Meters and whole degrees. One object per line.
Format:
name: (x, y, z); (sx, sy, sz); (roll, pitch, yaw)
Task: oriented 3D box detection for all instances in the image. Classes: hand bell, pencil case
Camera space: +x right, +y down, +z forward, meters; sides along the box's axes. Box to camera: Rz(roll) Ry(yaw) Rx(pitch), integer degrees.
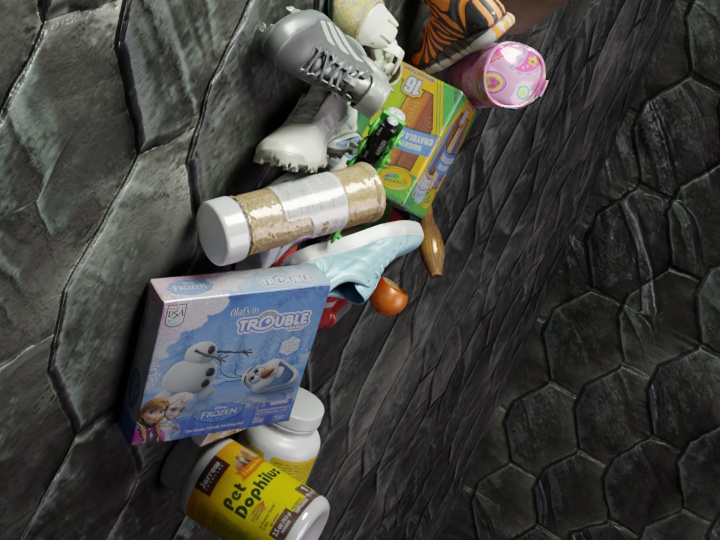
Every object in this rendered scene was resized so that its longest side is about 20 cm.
hand bell: (0.083, -0.085, 1.723); (0.104, 0.104, 0.201); (74, 6, -68)
pencil case: (0.167, -0.240, 1.647); (0.088, 0.087, 0.200); (-62, -167, 2)

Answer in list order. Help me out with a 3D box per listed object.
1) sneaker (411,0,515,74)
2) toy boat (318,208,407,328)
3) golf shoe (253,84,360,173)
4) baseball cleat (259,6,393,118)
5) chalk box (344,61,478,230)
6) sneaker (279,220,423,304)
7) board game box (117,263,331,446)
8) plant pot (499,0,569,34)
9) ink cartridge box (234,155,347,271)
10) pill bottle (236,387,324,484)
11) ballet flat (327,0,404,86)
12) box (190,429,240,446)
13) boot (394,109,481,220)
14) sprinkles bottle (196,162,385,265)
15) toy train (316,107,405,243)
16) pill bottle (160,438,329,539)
sneaker: (0.103, -0.317, 1.644); (0.078, 0.112, 0.200); (-46, -167, -27)
toy boat: (0.006, 0.008, 1.749); (0.131, 0.131, 0.200); (-44, 166, -48)
golf shoe: (-0.059, -0.162, 1.442); (0.200, 0.078, 0.098); (-40, 137, -65)
baseball cleat: (-0.023, -0.208, 1.354); (0.070, 0.106, 0.200); (-51, 162, 18)
chalk box: (0.040, -0.145, 1.644); (0.201, 0.124, 0.124); (-63, 165, 1)
sneaker: (0.000, 0.000, 1.601); (0.199, 0.082, 0.074); (-18, 168, -29)
board game box: (-0.147, 0.091, 1.436); (0.199, 0.043, 0.200); (-6, 129, -33)
plant pot: (0.210, -0.396, 1.678); (0.200, 0.200, 0.174); (-49, 176, -38)
ink cartridge box: (-0.088, -0.029, 1.580); (0.162, 0.050, 0.201); (-42, 152, -49)
pill bottle: (-0.122, 0.262, 1.849); (0.112, 0.112, 0.201); (-30, 145, -62)
ballet flat: (0.014, -0.259, 1.477); (0.071, 0.071, 0.200); (-58, 164, -11)
box: (-0.155, 0.174, 1.650); (0.042, 0.039, 0.200); (-54, 165, 16)
boot: (0.113, -0.180, 1.894); (0.200, 0.066, 0.165); (-52, 179, -15)
sprinkles bottle: (-0.071, -0.062, 1.399); (0.199, 0.068, 0.068); (-17, 141, -30)
toy train: (-0.001, -0.107, 1.500); (0.200, 0.042, 0.056); (-56, -179, 41)
pill bottle: (-0.145, 0.281, 1.646); (0.109, 0.199, 0.109); (-54, 163, -25)
